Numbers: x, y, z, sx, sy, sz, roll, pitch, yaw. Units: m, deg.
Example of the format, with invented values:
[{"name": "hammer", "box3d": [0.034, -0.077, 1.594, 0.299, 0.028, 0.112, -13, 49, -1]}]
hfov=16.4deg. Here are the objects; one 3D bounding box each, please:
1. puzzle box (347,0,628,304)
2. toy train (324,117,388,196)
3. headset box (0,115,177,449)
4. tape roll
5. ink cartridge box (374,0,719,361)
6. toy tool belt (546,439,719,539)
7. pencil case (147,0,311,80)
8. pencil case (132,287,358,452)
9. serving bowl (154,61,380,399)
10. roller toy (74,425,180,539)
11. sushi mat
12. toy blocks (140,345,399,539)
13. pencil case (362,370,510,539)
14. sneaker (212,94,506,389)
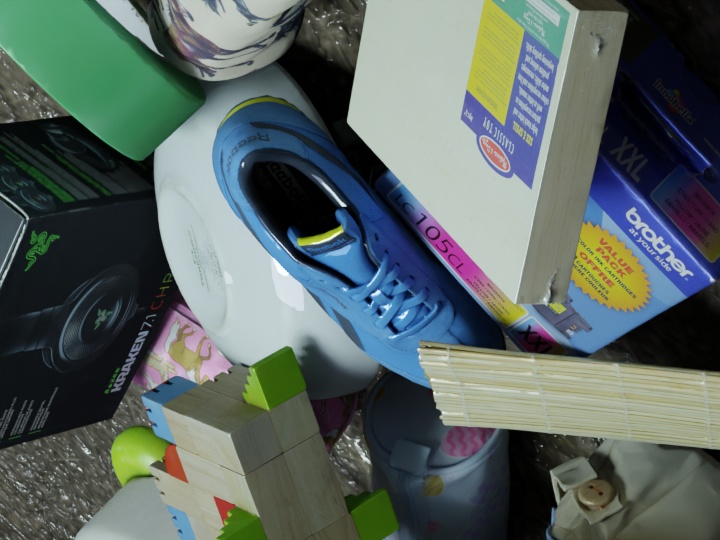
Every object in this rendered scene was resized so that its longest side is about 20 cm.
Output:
[{"name": "puzzle box", "box3d": [0.050, -0.086, 1.089, 0.200, 0.025, 0.133, -129, 44, -55]}, {"name": "toy train", "box3d": [-0.007, -0.019, 1.373, 0.034, 0.046, 0.200, 57, 156, 28]}, {"name": "headset box", "box3d": [-0.201, 0.008, 1.435, 0.093, 0.200, 0.174, 36, 112, 22]}, {"name": "tape roll", "box3d": [-0.163, -0.145, 1.277, 0.200, 0.048, 0.200, 47, -175, -5]}, {"name": "ink cartridge box", "box3d": [0.108, -0.044, 1.158, 0.136, 0.076, 0.200, 47, 150, -2]}, {"name": "toy tool belt", "box3d": [0.146, 0.184, 1.346, 0.125, 0.123, 0.200, 27, 146, 32]}, {"name": "pencil case", "box3d": [-0.041, -0.156, 1.174, 0.078, 0.089, 0.200, 51, 158, -1]}, {"name": "pencil case", "box3d": [-0.096, 0.050, 1.541, 0.200, 0.083, 0.087, 30, 105, 28]}, {"name": "serving bowl", "box3d": [-0.063, -0.017, 1.355, 0.200, 0.066, 0.200, 49, 150, 40]}, {"name": "roller toy", "box3d": [-0.099, 0.215, 1.690, 0.200, 0.140, 0.183, 24, 145, 34]}, {"name": "sushi mat", "box3d": [0.128, 0.065, 1.223, 0.200, 0.012, 0.096, 5, 157, 15]}, {"name": "toy blocks", "box3d": [-0.061, 0.128, 1.364, 0.137, 0.100, 0.200, 17, 131, 56]}, {"name": "pencil case", "box3d": [0.043, 0.138, 1.458, 0.083, 0.091, 0.200, 32, 148, 25]}, {"name": "sneaker", "box3d": [0.000, 0.000, 1.234, 0.200, 0.066, 0.078, 47, -170, -19]}]
